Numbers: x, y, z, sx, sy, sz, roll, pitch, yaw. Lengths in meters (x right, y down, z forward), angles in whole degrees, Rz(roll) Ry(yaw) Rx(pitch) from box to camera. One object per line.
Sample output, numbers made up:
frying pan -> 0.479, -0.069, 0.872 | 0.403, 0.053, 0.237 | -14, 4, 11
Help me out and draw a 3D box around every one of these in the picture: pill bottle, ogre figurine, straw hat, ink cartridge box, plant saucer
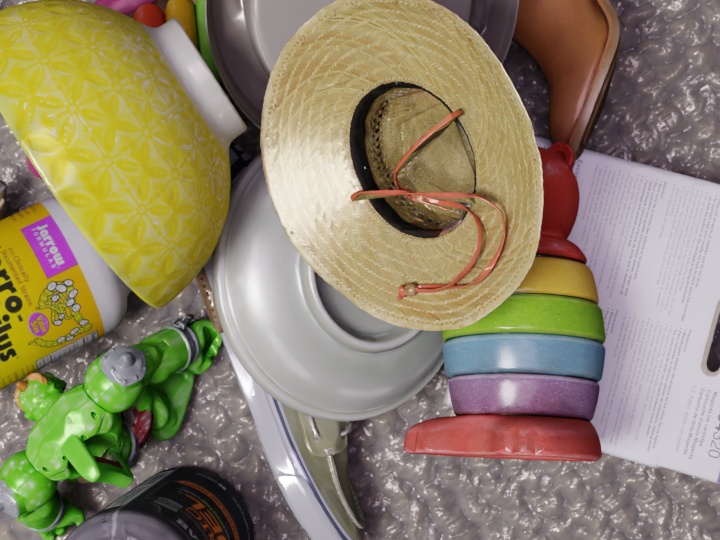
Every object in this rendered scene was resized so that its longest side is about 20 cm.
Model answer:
pill bottle -> -0.235, 0.016, 0.821 | 0.199, 0.104, 0.105 | -29, 88, -20
pill bottle -> -0.142, 0.203, 0.790 | 0.105, 0.200, 0.108 | 0, 92, 7
ogre figurine -> -0.184, 0.111, 0.830 | 0.198, 0.120, 0.099 | -29, 76, 9
straw hat -> 0.040, -0.069, 0.715 | 0.199, 0.085, 0.204 | 12, 111, 32
ink cartridge box -> 0.176, 0.025, 0.822 | 0.197, 0.043, 0.199 | 16, 92, 7
plant saucer -> 0.000, 0.000, 0.787 | 0.198, 0.050, 0.203 | 2, 86, -31

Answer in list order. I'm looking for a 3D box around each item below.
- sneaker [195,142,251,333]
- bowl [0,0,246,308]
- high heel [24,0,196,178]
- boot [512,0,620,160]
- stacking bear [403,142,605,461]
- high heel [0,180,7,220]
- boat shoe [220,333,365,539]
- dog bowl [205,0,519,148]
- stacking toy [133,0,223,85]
sneaker -> -0.083, -0.063, 0.844 | 0.107, 0.070, 0.202 | -18, 74, -9
bowl -> -0.134, -0.090, 0.714 | 0.107, 0.200, 0.201 | -33, 87, -1
high heel -> -0.171, -0.152, 0.853 | 0.095, 0.067, 0.202 | 20, 81, 17
boot -> 0.103, -0.180, 0.811 | 0.152, 0.074, 0.203 | 8, 78, 8
stacking bear -> 0.103, 0.018, 0.760 | 0.121, 0.113, 0.203 | -8, 76, 45
high heel -> -0.360, -0.025, 0.876 | 0.142, 0.071, 0.200 | 42, 105, -1
boat shoe -> -0.038, 0.106, 0.840 | 0.061, 0.072, 0.202 | -25, 86, 7
dog bowl -> -0.002, -0.171, 0.744 | 0.197, 0.059, 0.203 | -6, 116, -12
stacking toy -> -0.106, -0.158, 0.814 | 0.197, 0.085, 0.087 | -7, 91, -5
